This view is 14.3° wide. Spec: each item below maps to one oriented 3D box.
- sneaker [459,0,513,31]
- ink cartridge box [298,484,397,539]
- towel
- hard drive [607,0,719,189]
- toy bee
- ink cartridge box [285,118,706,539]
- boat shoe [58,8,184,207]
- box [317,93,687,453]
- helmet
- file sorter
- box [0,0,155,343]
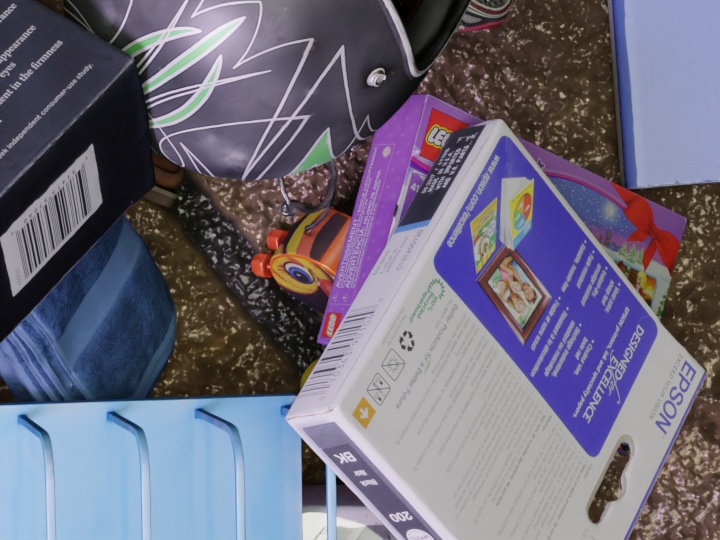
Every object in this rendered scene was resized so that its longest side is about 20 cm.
[{"bbox_3d":[0.047,-0.225,1.532,0.081,0.075,0.200,-26,109,-42],"label":"sneaker"},{"bbox_3d":[0.002,0.192,1.560,0.200,0.084,0.145,0,93,-6],"label":"ink cartridge box"},{"bbox_3d":[-0.155,0.004,1.486,0.048,0.200,0.112,11,57,32],"label":"towel"},{"bbox_3d":[0.203,-0.149,1.595,0.132,0.025,0.200,-5,93,-6],"label":"hard drive"},{"bbox_3d":[0.000,0.000,1.557,0.131,0.109,0.200,-34,110,-34],"label":"toy bee"},{"bbox_3d":[0.074,0.062,1.453,0.200,0.043,0.198,48,53,-26],"label":"ink cartridge box"},{"bbox_3d":[-0.169,-0.111,1.537,0.200,0.072,0.068,35,90,-6],"label":"boat shoe"},{"bbox_3d":[0.079,0.004,1.525,0.200,0.039,0.137,23,78,-36],"label":"box"},{"bbox_3d":[-0.050,-0.137,1.397,0.200,0.200,0.191,46,45,-6],"label":"helmet"},{"bbox_3d":[-0.115,0.139,1.431,0.200,0.123,0.139,-1,93,-14],"label":"file sorter"},{"bbox_3d":[-0.221,-0.068,1.359,0.200,0.104,0.148,32,62,21],"label":"box"}]
